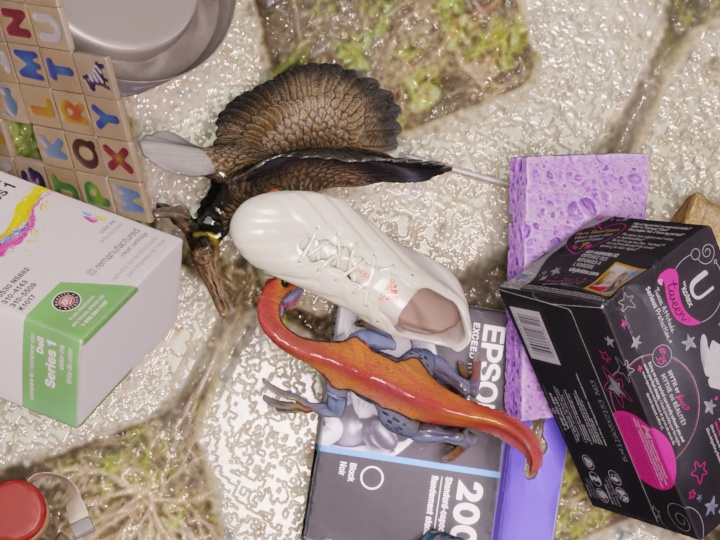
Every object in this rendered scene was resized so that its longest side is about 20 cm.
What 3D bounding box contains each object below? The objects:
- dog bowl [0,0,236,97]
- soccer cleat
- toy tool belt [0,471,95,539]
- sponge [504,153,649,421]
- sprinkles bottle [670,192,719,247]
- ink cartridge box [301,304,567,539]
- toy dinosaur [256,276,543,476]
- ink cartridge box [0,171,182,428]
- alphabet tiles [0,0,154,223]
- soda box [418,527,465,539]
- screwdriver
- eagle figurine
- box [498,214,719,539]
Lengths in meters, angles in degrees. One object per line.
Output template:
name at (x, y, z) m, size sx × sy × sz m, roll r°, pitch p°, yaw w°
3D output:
dog bowl at (-0.193, -0.220, 1.373) m, size 0.199 × 0.059 × 0.201 m, roll 12°, pitch 64°, yaw -26°
soccer cleat at (0.000, 0.000, 1.294) m, size 0.200 × 0.078 × 0.069 m, roll 23°, pitch 111°, yaw -31°
toy tool belt at (-0.219, 0.254, 1.356) m, size 0.125 × 0.123 × 0.201 m, roll -25°, pitch 80°, yaw -7°
sponge at (0.164, 0.011, 1.398) m, size 0.111 × 0.030 × 0.201 m, roll -2°, pitch 97°, yaw -27°
sprinkles bottle at (0.329, 0.015, 1.423) m, size 0.199 × 0.068 × 0.068 m, roll 28°, pitch 85°, yaw -1°
ink cartridge box at (0.066, 0.124, 1.413) m, size 0.199 × 0.043 × 0.199 m, roll 8°, pitch 85°, yaw -4°
toy dinosaur at (0.016, 0.062, 1.320) m, size 0.181 × 0.200 × 0.105 m, roll 28°, pitch 74°, yaw -37°
ink cartridge box at (-0.250, 0.011, 1.318) m, size 0.199 × 0.145 × 0.084 m, roll 20°, pitch 128°, yaw 16°
alphabet tiles at (-0.234, -0.133, 1.325) m, size 0.008 × 0.167 × 0.201 m, roll -41°, pitch 131°, yaw -40°
soda box at (0.099, 0.288, 1.364) m, size 0.068 × 0.064 × 0.200 m, roll -41°, pitch 105°, yaw -17°
screwdriver at (0.126, -0.065, 1.433) m, size 0.199 × 0.029 × 0.028 m, roll 16°, pitch 85°, yaw -7°
eagle figurine at (-0.052, -0.076, 1.381) m, size 0.200 × 0.151 × 0.152 m, roll -36°, pitch 79°, yaw 5°
box at (0.210, 0.073, 1.339) m, size 0.115 × 0.132 × 0.201 m, roll -33°, pitch 111°, yaw -24°
